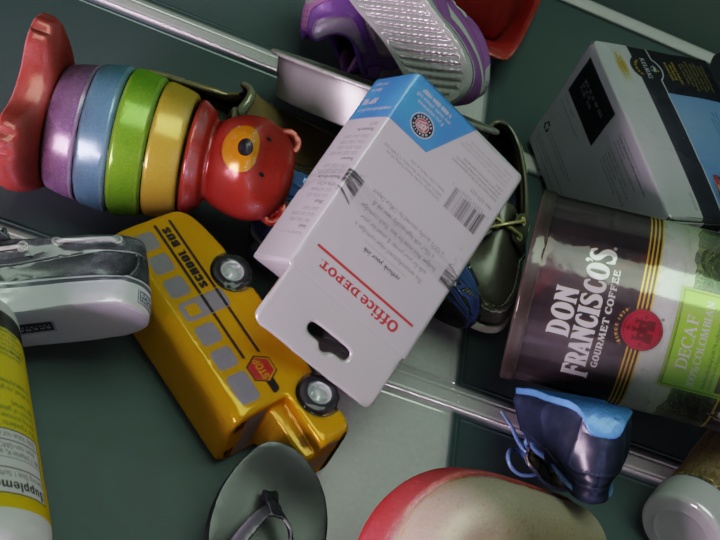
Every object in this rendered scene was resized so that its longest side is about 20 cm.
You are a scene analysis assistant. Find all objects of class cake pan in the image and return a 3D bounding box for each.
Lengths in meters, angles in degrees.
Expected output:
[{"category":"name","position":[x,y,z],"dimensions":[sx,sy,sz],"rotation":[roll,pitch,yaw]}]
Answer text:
[{"category":"cake pan","position":[0.016,-0.132,0.893],"dimensions":[0.198,0.037,0.200],"rotation":[20,11,-4]}]

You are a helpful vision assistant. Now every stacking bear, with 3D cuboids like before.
[{"category":"stacking bear","position":[-0.143,-0.089,0.783],"dimensions":[0.198,0.114,0.123],"rotation":[13,70,-3]}]

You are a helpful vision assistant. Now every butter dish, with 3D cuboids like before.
[{"category":"butter dish","position":[0.109,-0.337,1.078],"dimensions":[0.198,0.148,0.201],"rotation":[31,41,-1]}]

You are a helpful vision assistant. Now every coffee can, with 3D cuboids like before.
[{"category":"coffee can","position":[0.217,0.033,0.819],"dimensions":[0.198,0.147,0.147],"rotation":[13,48,9]}]

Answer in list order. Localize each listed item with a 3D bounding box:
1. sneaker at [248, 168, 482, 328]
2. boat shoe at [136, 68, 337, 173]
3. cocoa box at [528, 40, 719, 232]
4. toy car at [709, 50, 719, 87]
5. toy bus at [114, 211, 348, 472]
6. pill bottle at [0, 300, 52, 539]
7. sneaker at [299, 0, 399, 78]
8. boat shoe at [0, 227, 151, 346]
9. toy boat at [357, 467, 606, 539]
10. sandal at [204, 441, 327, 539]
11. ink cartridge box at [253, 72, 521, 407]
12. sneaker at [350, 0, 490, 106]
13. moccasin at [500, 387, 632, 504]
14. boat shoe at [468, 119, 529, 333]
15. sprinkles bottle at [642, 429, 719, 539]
[{"category":"sneaker","position":[0.000,0.000,0.840],"dimensions":[0.198,0.076,0.079],"rotation":[25,61,1]},{"category":"boat shoe","position":[-0.094,-0.113,0.867],"dimensions":[0.198,0.076,0.072],"rotation":[9,51,-20]},{"category":"cocoa box","position":[0.258,-0.081,0.969],"dimensions":[0.130,0.134,0.202],"rotation":[3,53,-23]},{"category":"toy car","position":[0.380,-0.112,1.047],"dimensions":[0.156,0.165,0.201],"rotation":[-2,43,-26]},{"category":"toy bus","position":[-0.094,0.055,0.746],"dimensions":[0.078,0.065,0.201],"rotation":[-24,68,-36]},{"category":"pill bottle","position":[-0.233,0.119,0.600],"dimensions":[0.113,0.115,0.202],"rotation":[-3,57,-26]},{"category":"sneaker","position":[0.023,-0.211,1.003],"dimensions":[0.199,0.080,0.089],"rotation":[24,88,-30]},{"category":"boat shoe","position":[-0.234,0.007,0.693],"dimensions":[0.197,0.072,0.068],"rotation":[-4,62,-7]},{"category":"toy boat","position":[0.060,0.191,0.685],"dimensions":[0.199,0.130,0.132],"rotation":[27,74,-46]},{"category":"sandal","position":[-0.066,0.196,0.641],"dimensions":[0.075,0.043,0.202],"rotation":[25,60,-12]},{"category":"ink cartridge box","position":[0.009,-0.022,0.758],"dimensions":[0.116,0.067,0.201],"rotation":[41,77,-25]},{"category":"sneaker","position":[0.047,-0.231,0.936],"dimensions":[0.114,0.072,0.202],"rotation":[-21,85,-63]},{"category":"moccasin","position":[0.135,0.119,0.751],"dimensions":[0.079,0.200,0.069],"rotation":[8,87,6]},{"category":"boat shoe","position":[0.108,-0.042,0.918],"dimensions":[0.071,0.060,0.203],"rotation":[15,50,-13]},{"category":"sprinkles bottle","position":[0.297,0.150,0.856],"dimensions":[0.068,0.068,0.199],"rotation":[45,49,13]}]
